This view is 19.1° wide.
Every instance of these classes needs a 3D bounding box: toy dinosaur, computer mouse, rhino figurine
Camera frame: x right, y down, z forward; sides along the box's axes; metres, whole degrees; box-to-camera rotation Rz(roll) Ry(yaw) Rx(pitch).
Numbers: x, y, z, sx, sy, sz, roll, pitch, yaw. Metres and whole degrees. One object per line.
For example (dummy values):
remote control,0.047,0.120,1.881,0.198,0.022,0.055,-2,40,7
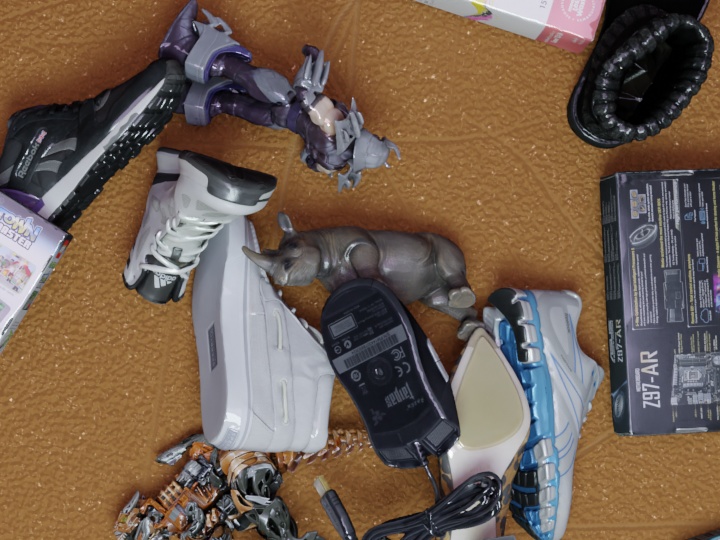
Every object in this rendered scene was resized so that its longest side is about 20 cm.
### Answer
toy dinosaur,-0.085,0.174,1.618,0.200,0.102,0.136,-34,71,17
computer mouse,0.015,0.113,1.566,0.140,0.046,0.201,-34,79,26
rhino figurine,0.000,0.000,1.609,0.199,0.088,0.060,8,126,-27

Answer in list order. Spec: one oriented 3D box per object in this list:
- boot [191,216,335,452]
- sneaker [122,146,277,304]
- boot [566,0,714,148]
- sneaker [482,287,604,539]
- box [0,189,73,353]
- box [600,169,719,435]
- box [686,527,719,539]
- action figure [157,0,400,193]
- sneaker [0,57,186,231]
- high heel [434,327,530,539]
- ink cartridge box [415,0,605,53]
boot,-0.071,0.046,1.626,0.095,0.074,0.201,9,63,-25
sneaker,-0.119,-0.026,1.574,0.075,0.200,0.116,16,90,-17
boot,0.226,-0.188,1.612,0.079,0.158,0.212,19,87,-1
sneaker,0.152,0.109,1.642,0.086,0.075,0.201,-8,98,-29
box,-0.324,-0.033,1.576,0.200,0.035,0.110,33,88,2
box,0.270,0.023,1.643,0.159,0.044,0.201,-3,87,-11
box,0.310,0.295,1.646,0.082,0.049,0.201,-20,88,-3
action figure,-0.058,-0.126,1.616,0.199,0.130,0.069,25,56,13
sneaker,-0.221,-0.102,1.610,0.200,0.076,0.088,-44,83,15
high heel,0.080,0.156,1.625,0.071,0.143,0.201,3,66,-12
ink cartridge box,0.098,-0.256,1.655,0.199,0.067,0.117,17,86,-2
